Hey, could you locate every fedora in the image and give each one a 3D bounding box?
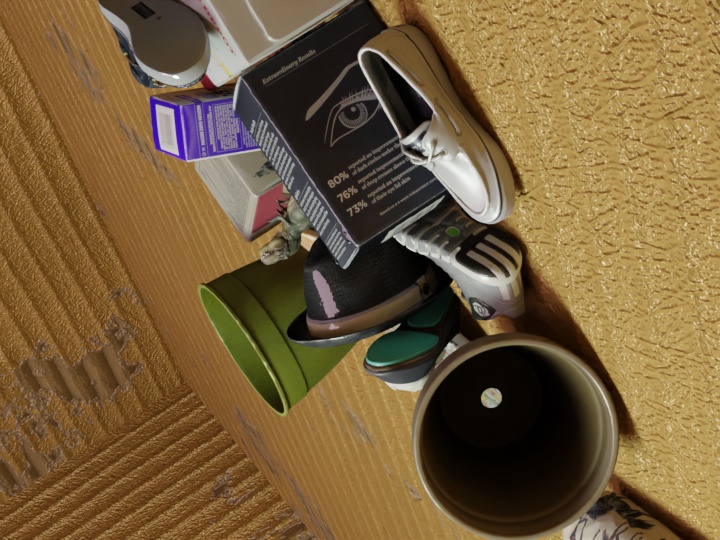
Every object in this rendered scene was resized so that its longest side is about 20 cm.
[{"bbox_3d":[0.000,0.000,1.589,0.200,0.200,0.092,19,132,67],"label":"fedora"}]

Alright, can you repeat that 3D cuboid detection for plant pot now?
[{"bbox_3d":[0.144,0.148,1.530,0.200,0.200,0.174,59,-178,-9],"label":"plant pot"},{"bbox_3d":[-0.076,0.052,1.977,0.201,0.193,0.201,51,164,21],"label":"plant pot"}]

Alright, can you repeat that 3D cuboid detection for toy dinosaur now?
[{"bbox_3d":[-0.065,-0.095,1.631,0.088,0.047,0.200,41,127,2],"label":"toy dinosaur"}]

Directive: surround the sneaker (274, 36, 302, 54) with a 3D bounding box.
[{"bbox_3d":[-0.139,-0.251,1.694,0.200,0.112,0.078,40,159,46],"label":"sneaker"}]

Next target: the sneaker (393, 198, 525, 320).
[{"bbox_3d":[0.094,-0.008,1.534,0.200,0.075,0.116,41,161,45],"label":"sneaker"}]

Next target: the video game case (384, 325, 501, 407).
[{"bbox_3d":[0.111,0.117,1.773,0.200,0.023,0.182,43,163,9],"label":"video game case"}]

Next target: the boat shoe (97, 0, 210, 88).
[{"bbox_3d":[-0.182,-0.206,1.455,0.200,0.071,0.091,49,167,48],"label":"boat shoe"}]

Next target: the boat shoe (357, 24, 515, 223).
[{"bbox_3d":[0.062,-0.122,1.365,0.200,0.065,0.074,56,138,2],"label":"boat shoe"}]

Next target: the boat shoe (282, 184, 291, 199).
[{"bbox_3d":[-0.011,-0.105,1.671,0.202,0.075,0.075,11,178,44],"label":"boat shoe"}]

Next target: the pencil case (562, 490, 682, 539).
[{"bbox_3d":[0.286,0.293,1.538,0.200,0.078,0.090,33,138,57],"label":"pencil case"}]

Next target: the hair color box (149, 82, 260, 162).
[{"bbox_3d":[-0.107,-0.163,1.591,0.109,0.199,0.065,-156,59,-63],"label":"hair color box"}]

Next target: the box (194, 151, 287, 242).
[{"bbox_3d":[-0.128,-0.138,1.910,0.128,0.109,0.200,54,166,8],"label":"box"}]

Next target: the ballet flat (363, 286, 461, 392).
[{"bbox_3d":[0.059,0.082,1.554,0.073,0.073,0.200,59,-150,-10],"label":"ballet flat"}]

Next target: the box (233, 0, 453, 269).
[{"bbox_3d":[-0.007,-0.128,1.458,0.200,0.148,0.104,56,166,5],"label":"box"}]

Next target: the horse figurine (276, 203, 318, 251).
[{"bbox_3d":[0.001,-0.012,1.729,0.200,0.132,0.050,55,-147,-50],"label":"horse figurine"}]

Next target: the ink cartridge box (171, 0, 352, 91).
[{"bbox_3d":[-0.109,-0.279,1.471,0.146,0.144,0.200,58,166,-9],"label":"ink cartridge box"}]
